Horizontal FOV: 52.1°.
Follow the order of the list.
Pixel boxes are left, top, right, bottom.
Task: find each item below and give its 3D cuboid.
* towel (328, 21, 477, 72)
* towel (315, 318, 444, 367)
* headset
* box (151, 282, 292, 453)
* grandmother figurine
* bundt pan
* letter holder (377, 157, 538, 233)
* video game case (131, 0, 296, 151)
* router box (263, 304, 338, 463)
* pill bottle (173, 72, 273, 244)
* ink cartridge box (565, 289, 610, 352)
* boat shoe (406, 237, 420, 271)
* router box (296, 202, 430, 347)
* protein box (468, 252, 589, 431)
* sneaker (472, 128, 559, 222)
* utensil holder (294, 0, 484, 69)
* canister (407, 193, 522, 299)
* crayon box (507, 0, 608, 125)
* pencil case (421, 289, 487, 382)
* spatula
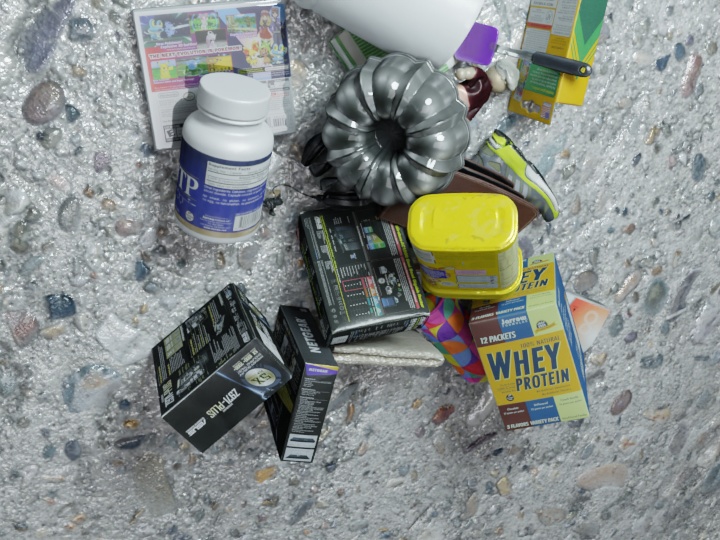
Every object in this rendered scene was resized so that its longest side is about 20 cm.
[{"bbox_3d":[0.069,-0.335,1.064,0.200,0.023,0.153,-40,120,-3],"label":"towel"},{"bbox_3d":[0.022,0.117,1.170,0.199,0.133,0.035,6,105,-22],"label":"towel"},{"bbox_3d":[-0.045,-0.137,1.047,0.199,0.094,0.124,-24,94,16],"label":"headset"},{"bbox_3d":[-0.203,0.131,1.052,0.164,0.200,0.086,-40,118,-2],"label":"box"},{"bbox_3d":[0.153,-0.260,1.102,0.199,0.061,0.121,-29,161,-12],"label":"grandmother figurine"},{"bbox_3d":[0.038,-0.172,0.945,0.201,0.076,0.203,7,115,16],"label":"bundt pan"},{"bbox_3d":[0.146,-0.121,1.086,0.199,0.101,0.142,19,144,-18],"label":"letter holder"},{"bbox_3d":[-0.192,-0.265,0.996,0.199,0.023,0.183,-10,115,-15],"label":"video game case"},{"bbox_3d":[-0.097,0.164,1.106,0.052,0.200,0.158,9,109,-20],"label":"router box"},{"bbox_3d":[-0.177,-0.148,0.969,0.119,0.120,0.201,1,125,-21],"label":"pill bottle"},{"bbox_3d":[0.342,0.130,1.343,0.161,0.050,0.201,18,101,-25],"label":"ink cartridge box"},{"bbox_3d":[0.137,-0.015,1.192,0.199,0.076,0.074,-9,118,-15],"label":"boat shoe"},{"bbox_3d":[0.000,0.000,1.085,0.149,0.201,0.062,-10,156,-15],"label":"router box"},{"bbox_3d":[0.275,0.110,1.189,0.134,0.199,0.201,-15,110,19],"label":"protein box"},{"bbox_3d":[0.250,-0.141,1.194,0.081,0.074,0.200,-38,121,20],"label":"sneaker"},{"bbox_3d":[0.042,-0.370,0.938,0.199,0.170,0.171,24,102,-18],"label":"utensil holder"},{"bbox_3d":[0.146,-0.030,1.005,0.147,0.200,0.087,1,72,13],"label":"canister"},{"bbox_3d":[0.290,-0.324,1.092,0.051,0.126,0.201,2,111,-21],"label":"crayon box"},{"bbox_3d":[0.161,0.107,1.249,0.088,0.088,0.200,-41,121,0],"label":"pencil case"},{"bbox_3d":[0.229,-0.306,1.043,0.199,0.021,0.057,19,110,16],"label":"spatula"}]
